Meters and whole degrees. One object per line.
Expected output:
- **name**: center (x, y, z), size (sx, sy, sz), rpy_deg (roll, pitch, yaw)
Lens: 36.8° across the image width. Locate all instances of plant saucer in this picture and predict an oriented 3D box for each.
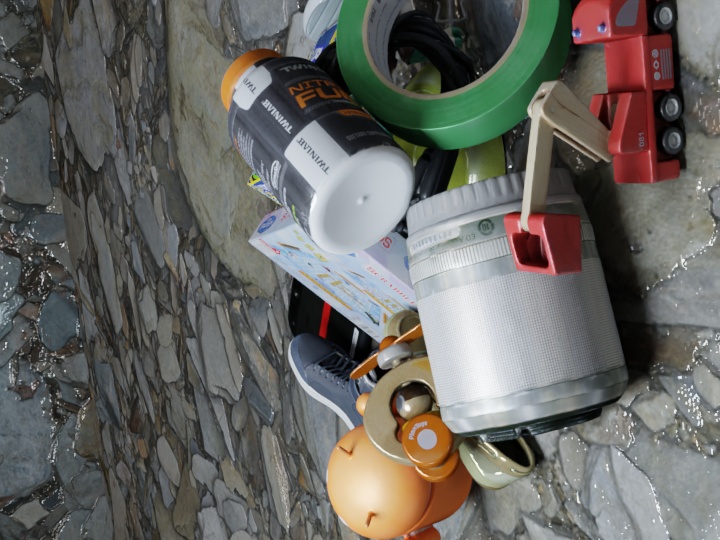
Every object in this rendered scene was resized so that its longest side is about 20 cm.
- **plant saucer**: center (0.078, -0.111, 1.100), size (0.199, 0.031, 0.204), rpy_deg (30, 124, 58)

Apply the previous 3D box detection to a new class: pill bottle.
- **pill bottle**: center (-0.047, -0.112, 0.927), size (0.200, 0.105, 0.107), rpy_deg (49, 140, 38)

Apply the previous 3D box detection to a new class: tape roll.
- **tape roll**: center (0.077, -0.205, 0.913), size (0.197, 0.048, 0.204), rpy_deg (-7, 72, 23)

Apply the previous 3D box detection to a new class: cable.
- **cable**: center (0.020, -0.142, 1.001), size (0.161, 0.051, 0.203), rpy_deg (19, 100, 16)

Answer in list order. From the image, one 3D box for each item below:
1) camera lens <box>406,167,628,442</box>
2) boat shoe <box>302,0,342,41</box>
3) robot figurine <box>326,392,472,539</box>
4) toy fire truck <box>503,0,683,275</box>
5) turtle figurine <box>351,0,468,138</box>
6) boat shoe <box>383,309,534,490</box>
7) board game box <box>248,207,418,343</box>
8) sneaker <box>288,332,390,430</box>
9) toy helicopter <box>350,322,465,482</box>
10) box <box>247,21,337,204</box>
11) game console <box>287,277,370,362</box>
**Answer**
- **camera lens**: center (0.128, 0.032, 0.904), size (0.160, 0.158, 0.204), rpy_deg (-24, 78, 63)
- **boat shoe**: center (-0.003, -0.324, 1.164), size (0.200, 0.073, 0.068), rpy_deg (-38, 49, 51)
- **robot figurine**: center (0.040, 0.206, 1.101), size (0.115, 0.199, 0.146), rpy_deg (21, 98, 29)
- **toy fire truck**: center (0.169, -0.107, 0.796), size (0.049, 0.139, 0.204), rpy_deg (8, 106, 62)
- **turtle figurine**: center (0.020, -0.205, 1.068), size (0.149, 0.099, 0.204), rpy_deg (15, 93, 58)
- **boat shoe**: center (0.098, 0.119, 1.062), size (0.202, 0.073, 0.063), rpy_deg (58, 148, 9)
- **board game box**: center (0.000, 0.000, 1.143), size (0.199, 0.041, 0.199), rpy_deg (38, 159, -18)
- **sneaker**: center (-0.006, 0.113, 1.260), size (0.202, 0.076, 0.147), rpy_deg (43, 148, 25)
- **toy helicopter**: center (0.076, 0.087, 1.014), size (0.132, 0.201, 0.079), rpy_deg (37, 170, 22)
- **box**: center (-0.043, -0.166, 1.165), size (0.064, 0.069, 0.202), rpy_deg (-13, 50, 63)
- **game console**: center (-0.035, 0.048, 1.389), size (0.177, 0.031, 0.202), rpy_deg (47, 140, 39)
